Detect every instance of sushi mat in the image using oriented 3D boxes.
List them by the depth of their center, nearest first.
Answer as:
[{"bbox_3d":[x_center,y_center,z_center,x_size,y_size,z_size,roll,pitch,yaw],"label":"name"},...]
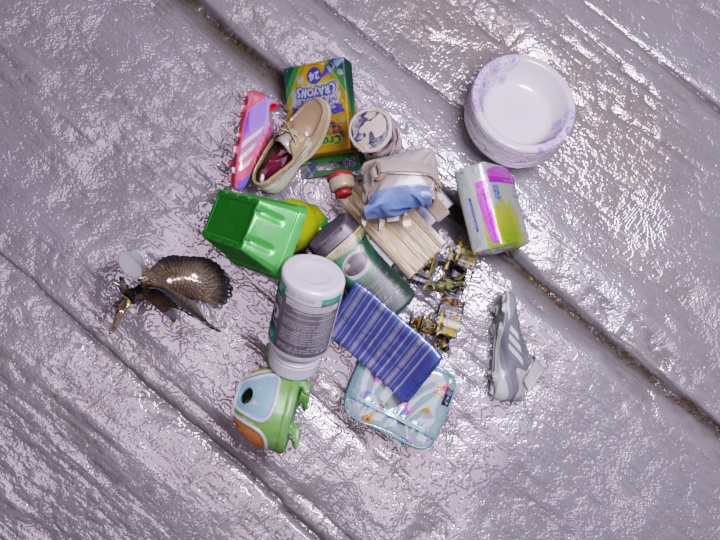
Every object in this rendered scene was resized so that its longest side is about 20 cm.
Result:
[{"bbox_3d":[0.055,-0.088,1.476,0.096,0.012,0.200,-45,84,13],"label":"sushi mat"}]

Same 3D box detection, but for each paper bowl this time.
[{"bbox_3d":[0.288,-0.285,1.517,0.195,0.105,0.205,3,68,-7],"label":"paper bowl"}]

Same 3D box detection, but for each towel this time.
[{"bbox_3d":[0.037,0.128,1.422,0.199,0.146,0.024,40,43,6],"label":"towel"}]

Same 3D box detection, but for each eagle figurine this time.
[{"bbox_3d":[-0.343,0.043,1.492,0.195,0.151,0.156,-4,76,9],"label":"eagle figurine"}]

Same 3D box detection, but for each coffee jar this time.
[{"bbox_3d":[0.000,0.000,1.452,0.104,0.085,0.201,-39,97,-2],"label":"coffee jar"}]

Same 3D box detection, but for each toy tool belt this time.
[{"bbox_3d":[0.047,-0.126,1.404,0.195,0.125,0.126,-13,77,5],"label":"toy tool belt"}]

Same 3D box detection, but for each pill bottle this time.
[{"bbox_3d":[-0.099,0.084,1.414,0.111,0.114,0.203,16,124,0],"label":"pill bottle"}]

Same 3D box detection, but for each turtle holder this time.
[{"bbox_3d":[-0.157,0.226,1.473,0.129,0.141,0.190,13,91,0],"label":"turtle holder"}]

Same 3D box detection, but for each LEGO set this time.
[{"bbox_3d":[0.132,0.034,1.489,0.113,0.154,0.204,17,83,-1],"label":"LEGO set"}]

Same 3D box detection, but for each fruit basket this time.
[{"bbox_3d":[-0.156,-0.069,1.489,0.211,0.216,0.159,22,86,0],"label":"fruit basket"}]

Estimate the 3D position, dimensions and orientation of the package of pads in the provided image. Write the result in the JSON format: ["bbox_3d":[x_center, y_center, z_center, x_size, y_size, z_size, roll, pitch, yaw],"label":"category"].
[{"bbox_3d":[0.240,-0.108,1.474,0.067,0.199,0.158,-15,88,25],"label":"package of pads"}]

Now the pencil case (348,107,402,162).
[{"bbox_3d":[0.028,-0.231,1.475,0.076,0.200,0.091,24,90,10],"label":"pencil case"}]

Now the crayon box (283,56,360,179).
[{"bbox_3d":[-0.072,-0.283,1.531,0.123,0.051,0.205,-6,87,19],"label":"crayon box"}]

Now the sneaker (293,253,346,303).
[{"bbox_3d":[-0.049,0.037,1.520,0.196,0.076,0.089,24,86,1],"label":"sneaker"}]

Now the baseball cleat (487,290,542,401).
[{"bbox_3d":[0.290,0.142,1.533,0.104,0.070,0.205,6,96,-8],"label":"baseball cleat"}]

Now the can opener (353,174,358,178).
[{"bbox_3d":[0.052,-0.145,1.542,0.195,0.066,0.054,12,88,4],"label":"can opener"}]

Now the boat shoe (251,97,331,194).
[{"bbox_3d":[-0.126,-0.226,1.486,0.074,0.066,0.202,37,101,17],"label":"boat shoe"}]

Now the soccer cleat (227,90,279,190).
[{"bbox_3d":[-0.198,-0.240,1.521,0.075,0.067,0.205,12,67,-16],"label":"soccer cleat"}]

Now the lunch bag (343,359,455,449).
[{"bbox_3d":[0.074,0.231,1.510,0.197,0.077,0.163,25,86,1],"label":"lunch bag"}]

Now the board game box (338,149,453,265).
[{"bbox_3d":[0.055,-0.100,1.499,0.135,0.034,0.200,46,104,5],"label":"board game box"}]
